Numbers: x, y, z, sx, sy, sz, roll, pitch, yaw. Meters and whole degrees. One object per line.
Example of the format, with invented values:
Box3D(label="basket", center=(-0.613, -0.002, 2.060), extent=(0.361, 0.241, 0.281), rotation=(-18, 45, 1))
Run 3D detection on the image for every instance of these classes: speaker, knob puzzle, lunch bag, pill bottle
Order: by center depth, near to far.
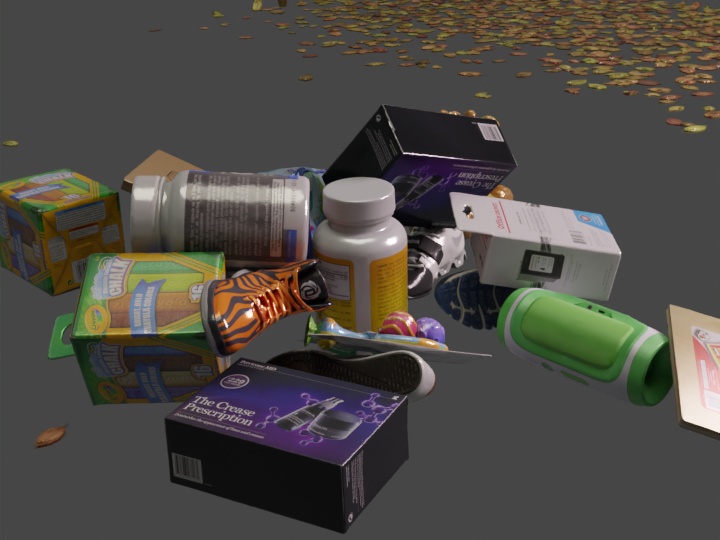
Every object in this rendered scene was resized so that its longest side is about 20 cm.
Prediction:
Box3D(label="knob puzzle", center=(0.409, 0.129, 1.145), extent=(0.217, 0.031, 0.221), rotation=(12, 39, -10))
Box3D(label="speaker", center=(0.250, 0.082, 1.241), extent=(0.088, 0.089, 0.199), rotation=(-21, 30, -38))
Box3D(label="pill bottle", center=(-0.159, -0.056, 1.275), extent=(0.197, 0.115, 0.114), rotation=(3, 23, -5))
Box3D(label="pill bottle", center=(0.000, 0.000, 1.303), extent=(0.111, 0.202, 0.113), rotation=(-2, 23, 1))
Box3D(label="lunch bag", center=(-0.076, -0.050, 1.440), extent=(0.081, 0.163, 0.200), rotation=(-6, 1, 10))

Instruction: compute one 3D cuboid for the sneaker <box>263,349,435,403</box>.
Box3D(label="sneaker", center=(-0.012, 0.127, 1.212), extent=(0.198, 0.074, 0.085), rotation=(-2, -14, 22))

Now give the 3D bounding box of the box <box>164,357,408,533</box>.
Box3D(label="box", center=(-0.070, 0.165, 1.091), extent=(0.198, 0.080, 0.141), rotation=(10, 23, 26))

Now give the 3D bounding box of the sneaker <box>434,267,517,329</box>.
Box3D(label="sneaker", center=(0.173, 0.024, 1.413), extent=(0.198, 0.078, 0.085), rotation=(-3, 16, -27))

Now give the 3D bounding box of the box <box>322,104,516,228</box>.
Box3D(label="box", center=(0.075, -0.125, 1.397), extent=(0.198, 0.141, 0.080), rotation=(0, 59, -40))

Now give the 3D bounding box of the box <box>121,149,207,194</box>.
Box3D(label="box", center=(-0.203, -0.096, 1.486), extent=(0.198, 0.021, 0.164), rotation=(24, 19, -2))

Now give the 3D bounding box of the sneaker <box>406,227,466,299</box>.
Box3D(label="sneaker", center=(0.081, -0.027, 1.506), extent=(0.073, 0.090, 0.200), rotation=(11, 28, 25))

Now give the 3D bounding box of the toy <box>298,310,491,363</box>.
Box3D(label="toy", center=(0.035, 0.070, 1.229), extent=(0.197, 0.048, 0.115), rotation=(5, -8, -9))

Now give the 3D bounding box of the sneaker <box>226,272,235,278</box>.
Box3D(label="sneaker", center=(-0.174, -0.013, 1.366), extent=(0.079, 0.203, 0.076), rotation=(-5, -6, -4))

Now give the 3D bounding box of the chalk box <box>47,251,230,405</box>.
Box3D(label="chalk box", center=(-0.246, 0.064, 1.230), extent=(0.197, 0.125, 0.125), rotation=(-1, 48, 0))

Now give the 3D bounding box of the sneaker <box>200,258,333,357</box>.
Box3D(label="sneaker", center=(-0.094, 0.027, 1.170), extent=(0.111, 0.078, 0.200), rotation=(-14, 14, 14))

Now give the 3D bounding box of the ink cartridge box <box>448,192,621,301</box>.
Box3D(label="ink cartridge box", center=(0.201, -0.031, 1.350), extent=(0.197, 0.067, 0.116), rotation=(8, 27, -5))

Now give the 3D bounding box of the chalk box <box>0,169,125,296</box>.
Box3D(label="chalk box", center=(-0.435, -0.064, 1.565), extent=(0.124, 0.125, 0.199), rotation=(-21, 30, -38))

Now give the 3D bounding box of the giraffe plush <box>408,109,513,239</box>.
Box3D(label="giraffe plush", center=(0.149, -0.156, 1.696), extent=(0.170, 0.164, 0.200), rotation=(-4, 24, -5))
